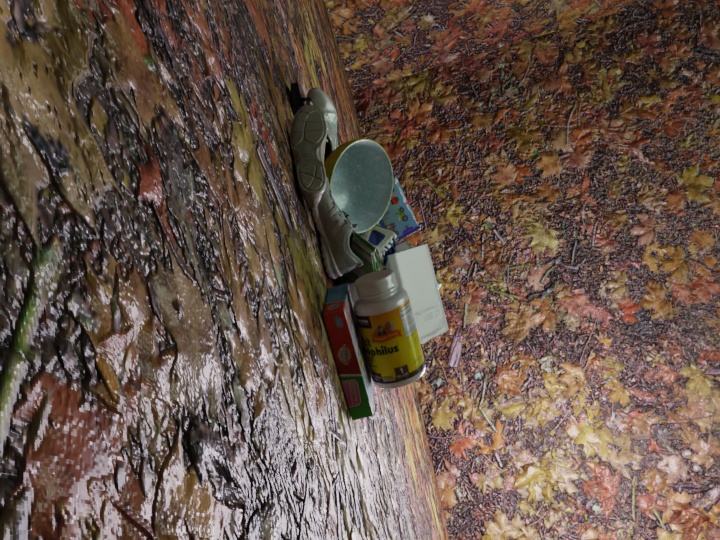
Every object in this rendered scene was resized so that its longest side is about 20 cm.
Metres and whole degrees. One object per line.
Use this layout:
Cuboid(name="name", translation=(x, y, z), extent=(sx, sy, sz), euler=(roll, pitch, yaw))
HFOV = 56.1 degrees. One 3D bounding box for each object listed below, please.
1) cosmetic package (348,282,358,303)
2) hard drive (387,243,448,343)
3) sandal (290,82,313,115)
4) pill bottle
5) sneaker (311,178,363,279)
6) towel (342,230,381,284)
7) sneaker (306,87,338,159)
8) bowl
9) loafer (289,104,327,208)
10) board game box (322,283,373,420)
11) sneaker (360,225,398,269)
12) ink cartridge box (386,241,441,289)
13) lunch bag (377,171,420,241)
Cuboid(name="cosmetic package", translation=(-0.003, 0.115, 1.426), extent=(0.201, 0.049, 0.084), euler=(69, 9, -55))
Cuboid(name="hard drive", translation=(0.130, 0.052, 1.510), extent=(0.130, 0.026, 0.206), euler=(-17, 93, -48))
Cuboid(name="sandal", translation=(-0.110, -0.329, 1.451), extent=(0.201, 0.042, 0.078), euler=(67, 11, -61))
Cuboid(name="pill bottle", translation=(0.050, 0.107, 1.264), extent=(0.109, 0.106, 0.205), euler=(-80, 155, -76))
Cuboid(name="sneaker", translation=(-0.045, -0.091, 1.328), extent=(0.075, 0.080, 0.206), euler=(4, 73, -84))
Cuboid(name="towel", translation=(0.000, 0.000, 1.412), extent=(0.152, 0.023, 0.203), euler=(38, -29, 40))
Cuboid(name="sneaker", translation=(-0.085, -0.328, 1.581), extent=(0.080, 0.069, 0.206), euler=(-39, 116, -81))
Cuboid(name="bowl", translation=(-0.029, -0.193, 1.497), extent=(0.106, 0.199, 0.204), euler=(19, -43, 44))
Cuboid(name="loafer", translation=(-0.096, -0.212, 1.258), extent=(0.063, 0.070, 0.205), euler=(100, -12, -61))
Cuboid(name="board game box", translation=(-0.019, 0.144, 1.237), extent=(0.153, 0.039, 0.205), euler=(-83, 158, -75))
Cuboid(name="sneaker", translation=(0.040, -0.037, 1.511), extent=(0.082, 0.112, 0.203), euler=(91, -18, -53))
Cuboid(name="ink cartridge box", translation=(0.073, 0.024, 1.575), extent=(0.146, 0.197, 0.048), euler=(52, -35, 23))
Cuboid(name="lunch bag", translation=(0.022, -0.120, 1.631), extent=(0.153, 0.197, 0.094), euler=(63, -24, -2))
